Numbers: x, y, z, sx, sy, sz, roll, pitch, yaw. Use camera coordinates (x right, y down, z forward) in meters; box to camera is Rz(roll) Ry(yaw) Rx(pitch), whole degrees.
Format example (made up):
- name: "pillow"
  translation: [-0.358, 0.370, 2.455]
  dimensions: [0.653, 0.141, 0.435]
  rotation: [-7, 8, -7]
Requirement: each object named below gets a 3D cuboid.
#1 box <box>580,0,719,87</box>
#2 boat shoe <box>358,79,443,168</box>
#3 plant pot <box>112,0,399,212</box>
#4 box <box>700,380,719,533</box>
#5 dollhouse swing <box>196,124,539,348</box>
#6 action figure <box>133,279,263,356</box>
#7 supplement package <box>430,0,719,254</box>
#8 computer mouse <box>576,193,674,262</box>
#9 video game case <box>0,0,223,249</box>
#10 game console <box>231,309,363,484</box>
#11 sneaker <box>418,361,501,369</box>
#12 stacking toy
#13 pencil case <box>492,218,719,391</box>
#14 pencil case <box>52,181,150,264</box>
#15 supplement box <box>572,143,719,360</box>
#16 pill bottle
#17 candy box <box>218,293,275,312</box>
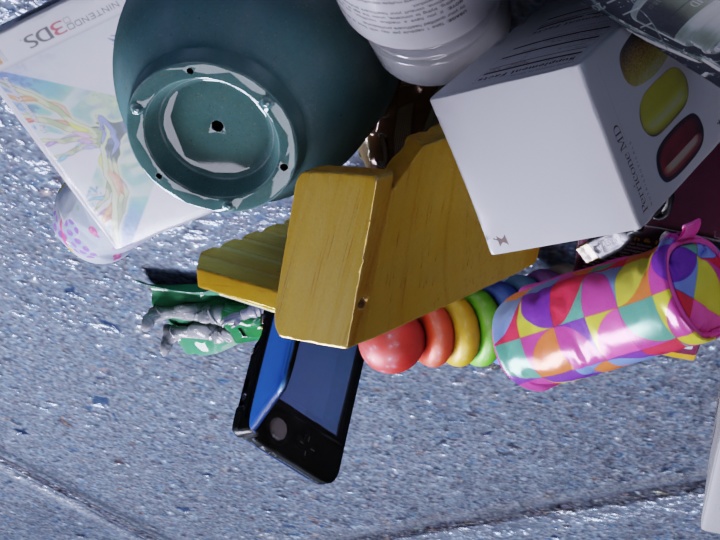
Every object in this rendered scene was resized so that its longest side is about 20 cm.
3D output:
- name: "box"
  translation: [0.213, -0.224, 1.135]
  dimensions: [0.197, 0.124, 0.200]
  rotation: [26, 150, -26]
- name: "boat shoe"
  translation: [0.030, -0.109, 1.491]
  dimensions: [0.074, 0.076, 0.200]
  rotation: [20, 144, -1]
- name: "plant pot"
  translation: [-0.084, -0.123, 1.364]
  dimensions: [0.200, 0.134, 0.200]
  rotation: [8, 127, 11]
- name: "box"
  translation: [0.349, 0.091, 1.571]
  dimensions: [0.131, 0.199, 0.200]
  rotation: [8, 152, 8]
- name: "dollhouse swing"
  translation: [0.003, -0.055, 1.371]
  dimensions: [0.176, 0.200, 0.182]
  rotation: [32, 127, 33]
- name: "action figure"
  translation: [-0.101, 0.046, 1.852]
  dimensions: [0.200, 0.055, 0.118]
  rotation: [-5, 144, 24]
- name: "supplement package"
  translation: [0.151, -0.107, 1.265]
  dimensions: [0.110, 0.200, 0.114]
  rotation: [-10, 111, 37]
- name: "computer mouse"
  translation: [0.150, -0.069, 1.447]
  dimensions: [0.046, 0.140, 0.200]
  rotation: [5, 162, -44]
- name: "video game case"
  translation: [-0.165, -0.121, 1.489]
  dimensions: [0.182, 0.022, 0.200]
  rotation: [-20, 118, 28]
- name: "game console"
  translation: [-0.026, 0.053, 1.667]
  dimensions: [0.118, 0.200, 0.171]
  rotation: [-13, 143, 41]
- name: "sneaker"
  translation: [0.068, 0.046, 1.730]
  dimensions: [0.078, 0.091, 0.200]
  rotation: [-6, 147, 34]
- name: "stacking toy"
  translation: [0.092, 0.045, 1.642]
  dimensions: [0.200, 0.085, 0.085]
  rotation: [-6, 160, -25]
- name: "pencil case"
  translation: [0.186, 0.030, 1.476]
  dimensions: [0.088, 0.088, 0.200]
  rotation: [30, 146, -29]
- name: "pencil case"
  translation: [-0.172, -0.070, 1.633]
  dimensions: [0.200, 0.091, 0.083]
  rotation: [-27, 93, 49]
- name: "supplement box"
  translation: [0.223, -0.019, 1.544]
  dimensions: [0.110, 0.086, 0.200]
  rotation: [11, 153, 7]
- name: "pill bottle"
  translation: [0.028, -0.209, 1.250]
  dimensions: [0.113, 0.113, 0.200]
  rotation: [3, 150, 19]
- name: "candy box"
  translation: [0.000, 0.000, 1.487]
  dimensions: [0.102, 0.026, 0.200]
  rotation: [19, -157, 37]
